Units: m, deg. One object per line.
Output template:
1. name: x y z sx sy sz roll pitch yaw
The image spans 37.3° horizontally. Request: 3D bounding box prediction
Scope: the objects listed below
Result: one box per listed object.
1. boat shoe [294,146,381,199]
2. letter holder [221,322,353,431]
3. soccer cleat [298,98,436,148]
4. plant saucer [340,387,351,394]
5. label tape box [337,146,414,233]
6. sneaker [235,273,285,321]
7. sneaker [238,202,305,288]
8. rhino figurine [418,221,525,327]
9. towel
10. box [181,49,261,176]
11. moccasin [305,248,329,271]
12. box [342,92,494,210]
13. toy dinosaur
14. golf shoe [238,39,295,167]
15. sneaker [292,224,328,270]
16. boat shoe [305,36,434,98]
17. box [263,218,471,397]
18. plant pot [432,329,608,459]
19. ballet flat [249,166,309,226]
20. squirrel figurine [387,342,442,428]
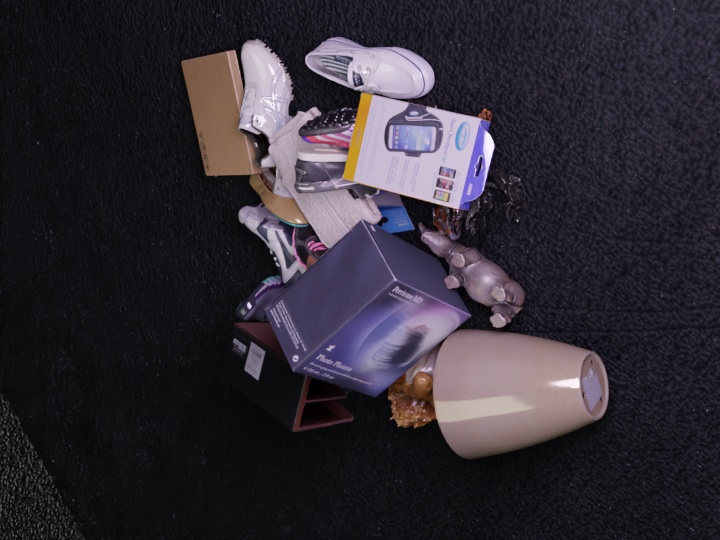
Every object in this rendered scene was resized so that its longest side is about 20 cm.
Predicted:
1. boat shoe: 0.004 -0.134 1.506 0.072 0.200 0.068 -134 48 -69
2. letter holder: -0.104 0.166 1.737 0.200 0.142 0.101 29 111 43
3. soccer cleat: 0.012 -0.188 1.489 0.200 0.068 0.073 -6 119 13
4. plant saucer: -0.012 0.104 1.748 0.200 0.036 0.200 -178 90 -76
5. label tape box: -0.020 -0.133 1.625 0.144 0.063 0.200 -7 111 51
6. sneaker: -0.138 0.058 1.813 0.088 0.200 0.074 45 113 4
7. sneaker: -0.129 -0.028 1.810 0.199 0.079 0.130 21 123 25
8. rhino figurine: 0.153 -0.002 1.516 0.200 0.087 0.060 43 114 18
9. towel: -0.057 -0.134 1.584 0.200 0.034 0.133 58 143 -1
10. box: -0.231 -0.255 1.761 0.163 0.021 0.200 6 110 54
11. moccasin: 0.001 0.001 1.587 0.074 0.201 0.078 29 119 32
12. box: 0.081 -0.153 1.389 0.200 0.041 0.119 17 99 25
13. toy dinosaur: 0.143 -0.119 1.437 0.136 0.102 0.200 47 161 37
14. golf shoe: -0.153 -0.255 1.656 0.078 0.097 0.200 -1 114 50
15. sneaker: -0.053 -0.009 1.655 0.095 0.079 0.200 96 156 -65
16. boat shoe: 0.008 -0.273 1.486 0.200 0.067 0.074 20 131 38
17. box: 0.012 0.059 1.491 0.198 0.200 0.123 -43 54 18
18. plant pot: 0.235 0.168 1.490 0.200 0.187 0.188 -8 111 36
19. ballet flat: -0.131 -0.133 1.711 0.200 0.069 0.063 42 131 52
20. squirrel figurine: 0.112 0.179 1.681 0.187 0.142 0.200 41 156 3
